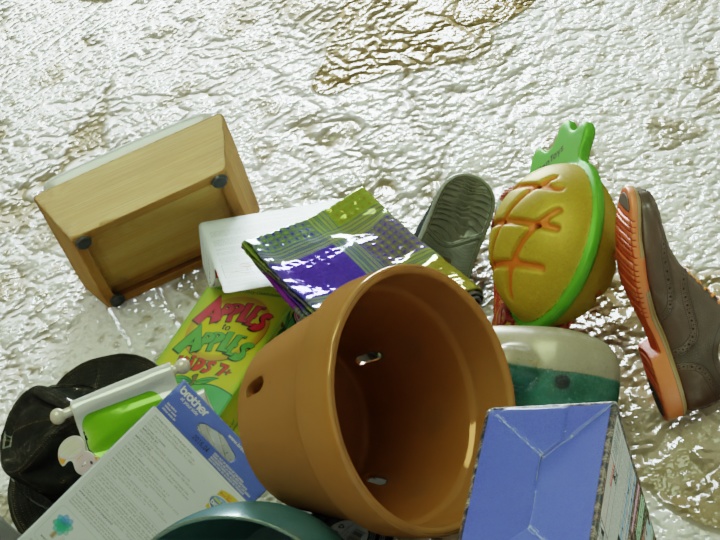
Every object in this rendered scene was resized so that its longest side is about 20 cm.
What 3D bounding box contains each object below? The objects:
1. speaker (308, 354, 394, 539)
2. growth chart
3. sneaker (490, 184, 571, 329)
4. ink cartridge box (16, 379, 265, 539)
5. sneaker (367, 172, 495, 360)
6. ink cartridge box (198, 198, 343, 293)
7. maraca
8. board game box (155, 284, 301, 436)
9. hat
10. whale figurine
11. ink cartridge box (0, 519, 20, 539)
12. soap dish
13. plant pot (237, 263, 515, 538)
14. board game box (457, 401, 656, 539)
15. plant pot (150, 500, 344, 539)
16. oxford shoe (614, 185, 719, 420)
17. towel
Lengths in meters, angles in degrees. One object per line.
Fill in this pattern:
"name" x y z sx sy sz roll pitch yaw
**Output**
"speaker" -0.019 0.149 1.572 0.081 0.082 0.201 -16 39 6
"growth chart" -0.162 0.176 1.564 0.144 0.018 0.201 -30 82 -6
"sneaker" 0.151 0.021 1.666 0.072 0.077 0.201 4 57 0
"ink cartridge box" -0.176 0.201 1.531 0.119 0.042 0.200 44 85 7
"sneaker" 0.064 0.013 1.714 0.074 0.106 0.201 29 81 3
"ink cartridge box" -0.061 -0.007 1.735 0.161 0.057 0.200 -10 25 -8
"maraca" 0.165 -0.039 1.589 0.137 0.107 0.201 -43 32 43
"board game box" -0.134 0.097 1.709 0.101 0.048 0.200 6 46 30
"hat" -0.258 0.143 1.630 0.200 0.081 0.202 -23 49 29
"whale figurine" 0.111 0.099 1.524 0.198 0.159 0.105 4 82 -1
"ink cartridge box" -0.398 0.166 1.611 0.057 0.200 0.162 -46 43 -14
"soap dish" -0.202 -0.055 1.841 0.199 0.158 0.081 -24 55 -4
"plant pot" 0.001 0.107 1.410 0.140 0.200 0.201 -15 33 43
"board game box" 0.146 0.219 1.319 0.096 0.201 0.160 -4 41 21
"plant pot" -0.070 0.257 1.406 0.199 0.202 0.135 -6 11 18
"oxford shoe" 0.254 0.020 1.516 0.072 0.201 0.071 -16 20 0
"towel" 0.000 0.000 1.619 0.143 0.023 0.200 -23 41 -23
